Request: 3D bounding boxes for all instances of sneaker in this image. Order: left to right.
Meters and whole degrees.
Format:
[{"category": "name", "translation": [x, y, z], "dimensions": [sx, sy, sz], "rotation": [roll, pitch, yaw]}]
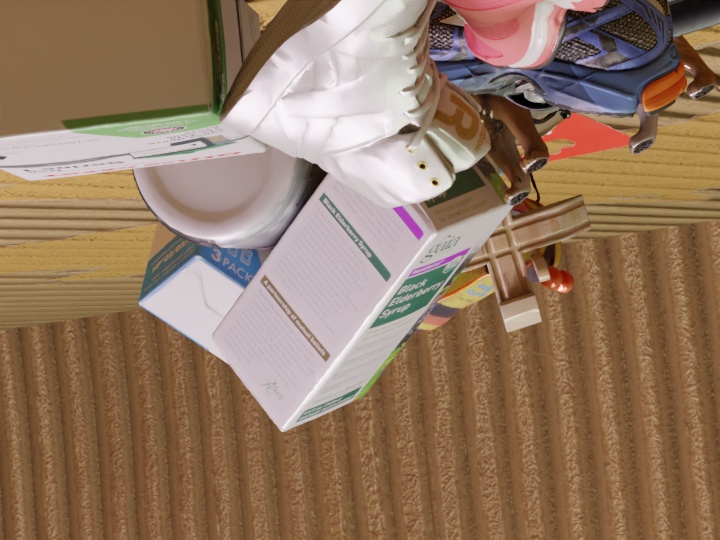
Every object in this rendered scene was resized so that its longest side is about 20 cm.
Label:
[{"category": "sneaker", "translation": [0.023, -0.100, 1.350], "dimensions": [0.115, 0.074, 0.200], "rotation": [30, 148, -11]}, {"category": "sneaker", "translation": [0.064, -0.150, 1.385], "dimensions": [0.086, 0.074, 0.200], "rotation": [7, 169, -9]}, {"category": "sneaker", "translation": [0.079, -0.136, 1.518], "dimensions": [0.199, 0.079, 0.075], "rotation": [8, -156, 22]}]

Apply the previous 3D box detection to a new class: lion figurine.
[{"category": "lion figurine", "translation": [0.110, -0.119, 1.677], "dimensions": [0.199, 0.123, 0.073], "rotation": [-20, 157, -18]}]

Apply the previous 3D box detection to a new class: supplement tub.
[{"category": "supplement tub", "translation": [-0.047, -0.073, 1.792], "dimensions": [0.122, 0.123, 0.200], "rotation": [-8, 177, 24]}]

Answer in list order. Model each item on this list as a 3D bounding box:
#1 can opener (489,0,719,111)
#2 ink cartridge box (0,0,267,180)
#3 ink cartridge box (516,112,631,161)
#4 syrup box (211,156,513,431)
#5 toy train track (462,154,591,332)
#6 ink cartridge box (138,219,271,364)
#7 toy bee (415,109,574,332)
[{"category": "can opener", "translation": [0.143, -0.143, 1.574], "dimensions": [0.199, 0.079, 0.063], "rotation": [-16, 157, 23]}, {"category": "ink cartridge box", "translation": [-0.132, -0.102, 1.502], "dimensions": [0.145, 0.085, 0.200], "rotation": [-6, 176, 7]}, {"category": "ink cartridge box", "translation": [0.069, -0.086, 2.006], "dimensions": [0.199, 0.050, 0.162], "rotation": [20, 161, -36]}, {"category": "syrup box", "translation": [0.000, 0.000, 1.729], "dimensions": [0.079, 0.082, 0.200], "rotation": [-23, 158, -46]}, {"category": "toy train track", "translation": [0.075, -0.053, 1.749], "dimensions": [0.114, 0.201, 0.033], "rotation": [-18, -160, 0]}, {"category": "ink cartridge box", "translation": [-0.069, -0.033, 1.918], "dimensions": [0.115, 0.201, 0.068], "rotation": [35, 129, -23]}, {"category": "toy bee", "translation": [0.079, -0.015, 1.828], "dimensions": [0.130, 0.109, 0.200], "rotation": [-7, 145, -43]}]
